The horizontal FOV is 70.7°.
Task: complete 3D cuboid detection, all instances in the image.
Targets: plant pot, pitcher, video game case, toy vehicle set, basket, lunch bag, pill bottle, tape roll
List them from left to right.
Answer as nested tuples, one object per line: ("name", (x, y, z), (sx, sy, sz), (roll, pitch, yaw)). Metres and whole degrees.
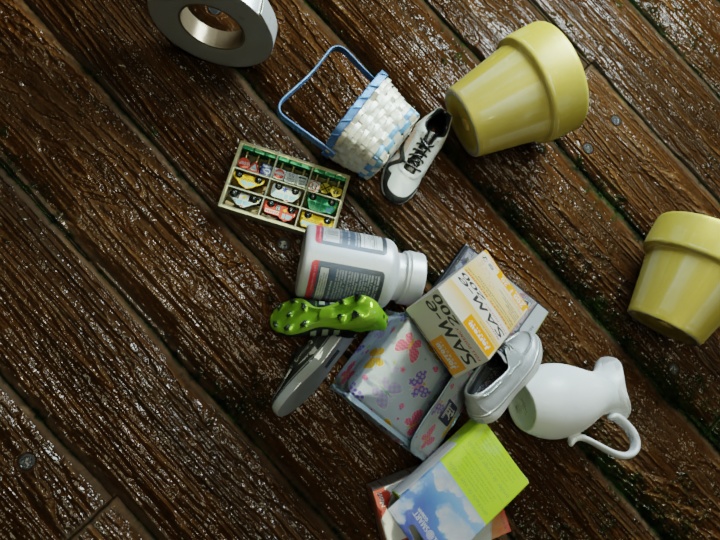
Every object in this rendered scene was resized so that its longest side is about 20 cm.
("tape roll", (-0.235, -0.406, 0.821), (0.202, 0.203, 0.037), (11, 77, -9))
("toy vehicle set", (-0.129, -0.135, 0.879), (0.199, 0.027, 0.125), (16, 76, -8))
("basket", (-0.019, -0.265, 0.867), (0.200, 0.139, 0.176), (42, 73, -10))
("pill bottle", (0.000, 0.000, 0.831), (0.199, 0.120, 0.120), (10, 77, -9))
("lunch bag", (0.084, 0.186, 0.811), (0.200, 0.127, 0.170), (44, 74, -15))
("video game case", (0.213, 0.083, 0.906), (0.200, 0.026, 0.181), (39, 75, -2))
("plant pot", (0.264, -0.303, 0.909), (0.188, 0.201, 0.201), (-27, 85, 1))
("pitcher", (0.361, 0.237, 0.850), (0.199, 0.121, 0.172), (-3, 58, -19))
("plant pot", (0.593, 0.024, 0.917), (0.200, 0.201, 0.189), (31, 89, -4))

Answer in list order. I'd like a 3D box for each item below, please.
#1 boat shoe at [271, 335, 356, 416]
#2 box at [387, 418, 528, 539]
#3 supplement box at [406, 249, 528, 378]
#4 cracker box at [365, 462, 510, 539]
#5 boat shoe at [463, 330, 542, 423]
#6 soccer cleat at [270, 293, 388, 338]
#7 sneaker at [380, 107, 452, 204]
("boat shoe", (-0.079, 0.143, 0.821), (0.057, 0.069, 0.200), (34, 73, 25))
("box", (0.144, 0.336, 0.771), (0.200, 0.048, 0.122), (-35, 87, -17))
("supplement box", (0.175, 0.061, 0.800), (0.126, 0.073, 0.200), (54, 39, 4))
("cracker box", (0.123, 0.380, 0.813), (0.199, 0.058, 0.134), (-15, 82, -13))
("boat shoe", (0.228, 0.154, 0.822), (0.200, 0.072, 0.069), (-39, 120, -27))
("soccer cleat", (-0.052, 0.079, 0.780), (0.081, 0.199, 0.068), (44, 49, -45))
("sneaker", (0.100, -0.211, 0.914), (0.074, 0.080, 0.200), (29, 76, -6))
